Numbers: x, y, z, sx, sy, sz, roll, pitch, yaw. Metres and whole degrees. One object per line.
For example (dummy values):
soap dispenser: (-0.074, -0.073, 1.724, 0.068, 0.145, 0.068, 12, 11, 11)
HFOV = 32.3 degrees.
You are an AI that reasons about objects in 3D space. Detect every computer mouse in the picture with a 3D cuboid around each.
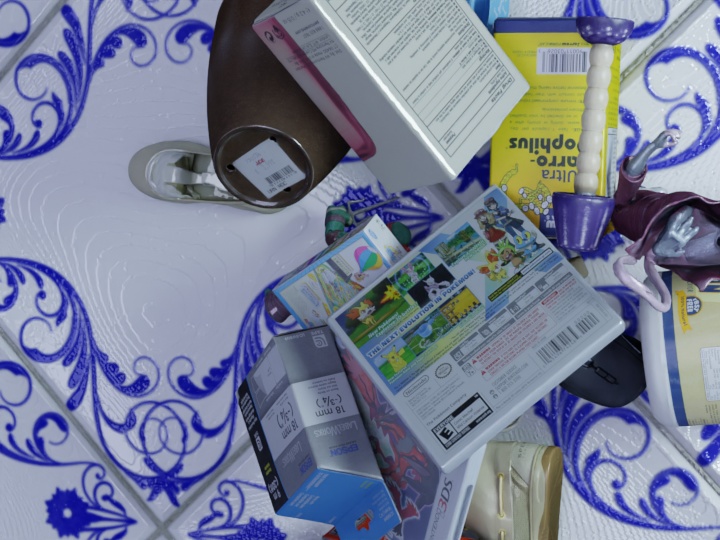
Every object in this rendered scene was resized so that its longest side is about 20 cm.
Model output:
computer mouse: (0.194, 0.104, 1.158, 0.141, 0.200, 0.046, -47, 40, 10)

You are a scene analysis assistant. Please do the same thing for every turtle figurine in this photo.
turtle figurine: (0.000, 0.000, 1.259, 0.200, 0.101, 0.150, -41, 81, 23)

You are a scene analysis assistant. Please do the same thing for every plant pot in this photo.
plant pot: (-0.069, -0.157, 1.172, 0.185, 0.201, 0.188, 6, 133, 6)

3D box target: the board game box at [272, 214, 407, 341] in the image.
board game box: (0.026, 0.060, 1.199, 0.134, 0.034, 0.200, -31, 102, 37)

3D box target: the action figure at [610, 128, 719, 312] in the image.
action figure: (0.276, -0.035, 1.123, 0.134, 0.200, 0.149, 41, 90, -19)

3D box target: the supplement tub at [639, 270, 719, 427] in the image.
supplement tub: (0.359, 0.064, 1.120, 0.198, 0.144, 0.146, -6, 93, 18)

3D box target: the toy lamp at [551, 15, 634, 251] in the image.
toy lamp: (0.201, -0.118, 1.087, 0.058, 0.058, 0.202, 6, 96, 17)

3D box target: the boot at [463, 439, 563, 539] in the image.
boot: (0.118, 0.255, 1.254, 0.154, 0.073, 0.202, 11, 110, 24)

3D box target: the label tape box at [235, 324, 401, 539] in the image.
label tape box: (-0.046, 0.174, 1.193, 0.201, 0.063, 0.144, 69, 151, 20)

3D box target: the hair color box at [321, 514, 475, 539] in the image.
hair color box: (0.062, 0.313, 1.238, 0.199, 0.061, 0.102, 7, 115, 35)

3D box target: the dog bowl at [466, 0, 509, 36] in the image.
dog bowl: (0.096, -0.294, 1.205, 0.111, 0.049, 0.202, 5, 92, 39)

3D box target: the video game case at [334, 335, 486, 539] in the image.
video game case: (0.030, 0.169, 1.167, 0.200, 0.023, 0.183, 43, 136, 38)

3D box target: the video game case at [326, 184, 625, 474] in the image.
video game case: (0.097, 0.047, 1.088, 0.200, 0.022, 0.183, -39, 61, -2)

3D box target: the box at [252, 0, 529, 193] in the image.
box: (0.027, -0.185, 1.077, 0.200, 0.109, 0.128, 50, 64, -19)

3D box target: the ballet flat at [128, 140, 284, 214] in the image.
ballet flat: (-0.168, -0.100, 1.317, 0.198, 0.069, 0.070, 7, 97, 17)

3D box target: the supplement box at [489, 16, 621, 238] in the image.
supplement box: (0.185, -0.133, 1.177, 0.109, 0.109, 0.202, 3, 95, 17)

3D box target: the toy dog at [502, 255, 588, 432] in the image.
toy dog: (0.149, 0.067, 1.213, 0.200, 0.096, 0.132, -45, 81, 16)
